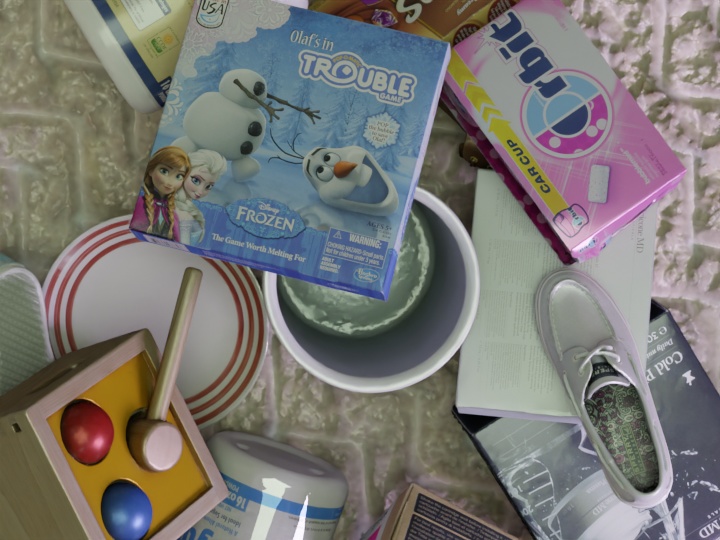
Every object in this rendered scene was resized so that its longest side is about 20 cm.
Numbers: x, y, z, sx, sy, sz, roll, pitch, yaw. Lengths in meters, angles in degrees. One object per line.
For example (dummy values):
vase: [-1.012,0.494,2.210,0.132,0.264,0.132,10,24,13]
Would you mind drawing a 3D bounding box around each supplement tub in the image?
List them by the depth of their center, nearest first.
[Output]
supplement tub: [-0.132,-0.235,1.519,0.200,0.144,0.145,-31,98,0]
supplement tub: [-0.099,0.250,1.587,0.132,0.132,0.200,19,94,-7]

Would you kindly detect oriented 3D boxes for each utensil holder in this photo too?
utensil holder: [0.000,0.000,1.531,0.170,0.200,0.170,-1,96,-5]

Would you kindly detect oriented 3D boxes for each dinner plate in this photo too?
dinner plate: [-0.177,0.046,1.597,0.200,0.024,0.200,1,106,3]

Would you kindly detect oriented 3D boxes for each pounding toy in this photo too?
pounding toy: [-0.194,0.130,1.480,0.142,0.200,0.184,-18,102,38]

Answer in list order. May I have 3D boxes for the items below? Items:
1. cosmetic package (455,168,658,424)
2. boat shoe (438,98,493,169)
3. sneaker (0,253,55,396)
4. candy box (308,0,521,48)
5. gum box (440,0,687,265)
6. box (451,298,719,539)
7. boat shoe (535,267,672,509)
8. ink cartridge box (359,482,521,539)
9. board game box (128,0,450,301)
cosmetic package: [0.162,0.023,1.523,0.151,0.052,0.200,5,80,8]
boat shoe: [0.116,-0.114,1.595,0.068,0.072,0.200,-38,92,6]
sneaker: [-0.305,0.071,1.587,0.074,0.082,0.200,-13,120,-33]
candy box: [0.044,-0.212,1.552,0.200,0.056,0.117,-37,57,1]
gum box: [0.159,-0.111,1.485,0.113,0.066,0.200,-35,81,-5]
box: [0.218,0.157,1.609,0.200,0.124,0.197,-33,100,0]
boat shoe: [0.189,0.089,1.449,0.072,0.069,0.200,-15,79,2]
ink cartridge box: [0.063,0.286,1.579,0.165,0.075,0.200,29,138,-7]
board game box: [-0.052,-0.098,1.407,0.200,0.043,0.199,14,80,7]
